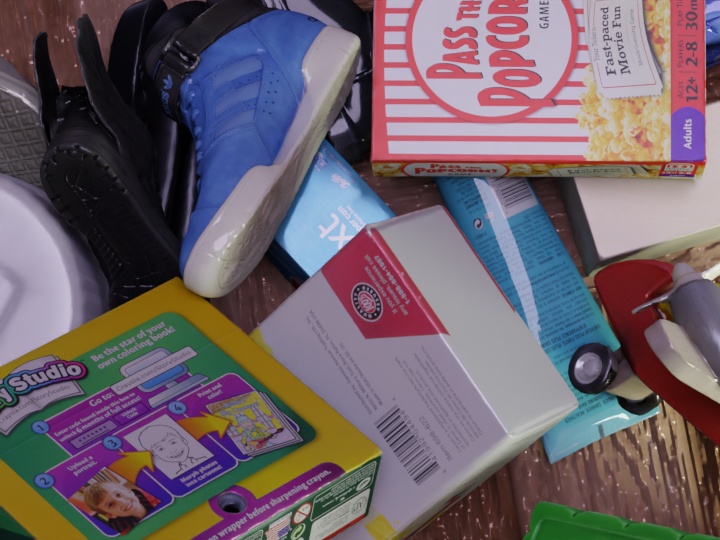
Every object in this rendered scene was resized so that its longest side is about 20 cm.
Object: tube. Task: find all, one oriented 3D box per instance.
[{"bbox_3d":[0.107,0.012,1.589,0.077,0.050,0.200,-25,85,-8],"label":"tube"}]

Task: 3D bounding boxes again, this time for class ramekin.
[{"bbox_3d":[-0.245,0.030,1.525,0.200,0.098,0.201,0,82,1],"label":"ramekin"}]

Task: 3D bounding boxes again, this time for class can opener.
[{"bbox_3d":[-0.114,-0.072,1.597,0.063,0.078,0.201,10,76,-41],"label":"can opener"}]

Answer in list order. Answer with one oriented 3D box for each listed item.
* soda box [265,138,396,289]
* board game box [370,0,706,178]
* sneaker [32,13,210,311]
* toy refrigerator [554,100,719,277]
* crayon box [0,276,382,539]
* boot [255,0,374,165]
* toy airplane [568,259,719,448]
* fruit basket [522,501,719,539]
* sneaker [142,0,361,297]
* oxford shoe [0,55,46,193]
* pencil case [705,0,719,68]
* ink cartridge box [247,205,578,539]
[{"bbox_3d":[0.000,0.000,1.575,0.068,0.064,0.200,-41,81,-12],"label":"soda box"},{"bbox_3d":[0.106,-0.133,1.553,0.199,0.046,0.152,0,79,3],"label":"board game box"},{"bbox_3d":[-0.139,-0.043,1.526,0.060,0.104,0.200,-21,117,13],"label":"sneaker"},{"bbox_3d":[0.226,-0.063,1.602,0.199,0.070,0.076,-17,81,-5],"label":"toy refrigerator"},{"bbox_3d":[-0.119,0.106,1.398,0.172,0.058,0.200,38,45,28],"label":"crayon box"},{"bbox_3d":[0.039,-0.176,1.619,0.200,0.066,0.165,-27,86,-6],"label":"boot"},{"bbox_3d":[0.233,0.062,1.491,0.199,0.200,0.141,34,98,-8],"label":"toy airplane"},{"bbox_3d":[0.202,0.215,1.492,0.215,0.216,0.156,24,76,3],"label":"fruit basket"},{"bbox_3d":[-0.087,-0.079,1.511,0.111,0.077,0.200,22,61,9],"label":"sneaker"},{"bbox_3d":[-0.231,-0.108,1.591,0.200,0.075,0.058,34,38,0],"label":"oxford shoe"},{"bbox_3d":[0.183,-0.220,1.629,0.078,0.087,0.200,-32,77,23],"label":"pencil case"},{"bbox_3d":[0.003,0.080,1.490,0.200,0.083,0.145,-42,78,33],"label":"ink cartridge box"}]
